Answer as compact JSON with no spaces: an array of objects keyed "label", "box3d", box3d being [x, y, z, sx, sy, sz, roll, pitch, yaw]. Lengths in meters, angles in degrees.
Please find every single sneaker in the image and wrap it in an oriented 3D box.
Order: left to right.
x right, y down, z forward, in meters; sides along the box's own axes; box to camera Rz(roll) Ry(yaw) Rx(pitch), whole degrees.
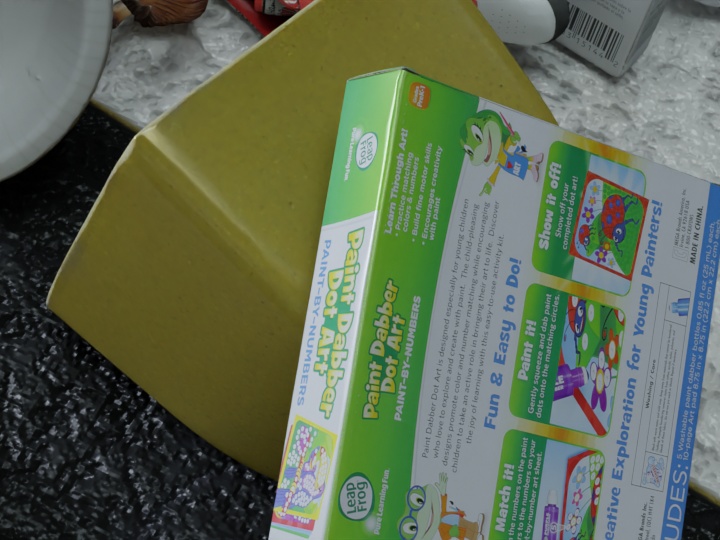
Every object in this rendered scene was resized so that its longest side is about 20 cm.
[{"label":"sneaker","box3d":[0.011,-0.156,1.109,0.201,0.067,0.108,29,57,14]}]

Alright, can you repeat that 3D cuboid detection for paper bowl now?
[{"label":"paper bowl","box3d":[-0.229,-0.144,0.990,0.200,0.201,0.104,-1,22,-10]}]

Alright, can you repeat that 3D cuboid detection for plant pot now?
[{"label":"plant pot","box3d":[0.000,0.000,0.932,0.200,0.196,0.194,48,60,3]}]

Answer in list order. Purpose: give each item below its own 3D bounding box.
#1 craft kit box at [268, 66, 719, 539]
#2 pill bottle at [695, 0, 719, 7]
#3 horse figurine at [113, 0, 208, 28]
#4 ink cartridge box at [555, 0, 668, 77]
[{"label":"craft kit box","box3d":[0.066,0.036,0.836,0.197,0.048,0.200,18,77,-37]},{"label":"pill bottle","box3d":[0.224,-0.263,1.193,0.109,0.109,0.200,6,55,-6]},{"label":"horse figurine","box3d":[-0.140,-0.192,1.109,0.132,0.050,0.200,-9,47,-33]},{"label":"ink cartridge box","box3d":[0.099,-0.230,1.105,0.200,0.176,0.045,34,50,13]}]
